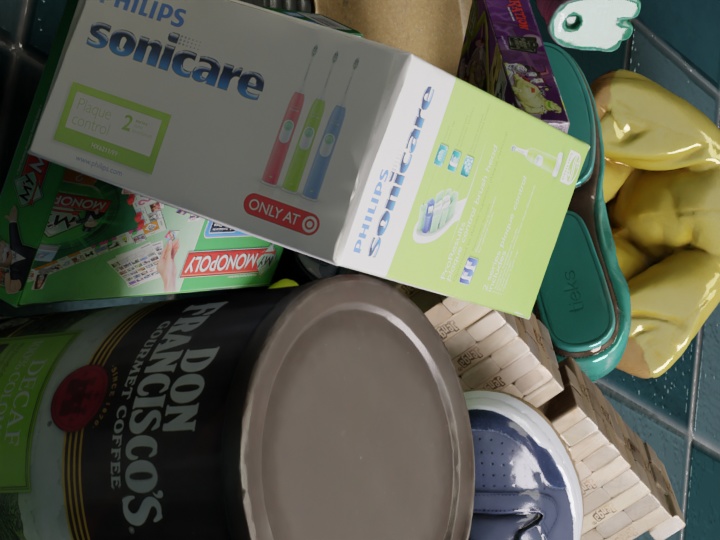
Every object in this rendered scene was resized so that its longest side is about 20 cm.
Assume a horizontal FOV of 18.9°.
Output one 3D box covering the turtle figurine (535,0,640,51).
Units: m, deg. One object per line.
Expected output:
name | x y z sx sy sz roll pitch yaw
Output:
turtle figurine | 0.087 -0.200 1.138 0.150 0.101 0.200 61 3 -35

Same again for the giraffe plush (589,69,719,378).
giraffe plush | 0.185 -0.038 1.303 0.162 0.200 0.173 -16 85 -86

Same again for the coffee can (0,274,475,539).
coffee can | -0.076 0.084 0.884 0.146 0.200 0.146 12 75 -51

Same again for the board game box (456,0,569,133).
board game box | 0.062 -0.033 1.093 0.120 0.032 0.200 -107 -159 -45

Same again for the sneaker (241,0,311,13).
sneaker | -0.082 -0.171 1.024 0.099 0.071 0.200 -36 120 -48

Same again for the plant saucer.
plant saucer | 0.023 -0.141 1.183 0.200 0.035 0.200 12 75 -52

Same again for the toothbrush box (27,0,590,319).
toothbrush box | -0.014 -0.050 0.886 0.200 0.146 0.086 18 92 -65

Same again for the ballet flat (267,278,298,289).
ballet flat | -0.062 0.097 1.020 0.067 0.067 0.200 12 76 -30

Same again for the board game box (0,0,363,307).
board game box | -0.080 -0.054 0.968 0.200 0.029 0.135 -4 119 -61

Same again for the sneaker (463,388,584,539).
sneaker | 0.059 0.160 0.999 0.109 0.070 0.200 -61 150 -52

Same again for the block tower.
block tower | 0.079 0.063 1.049 0.200 0.058 0.054 47 18 -29

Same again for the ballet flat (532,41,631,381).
ballet flat | 0.106 -0.027 1.186 0.070 0.067 0.200 77 5 -63

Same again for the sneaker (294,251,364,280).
sneaker | 0.000 0.000 1.075 0.081 0.074 0.200 -17 122 -39
